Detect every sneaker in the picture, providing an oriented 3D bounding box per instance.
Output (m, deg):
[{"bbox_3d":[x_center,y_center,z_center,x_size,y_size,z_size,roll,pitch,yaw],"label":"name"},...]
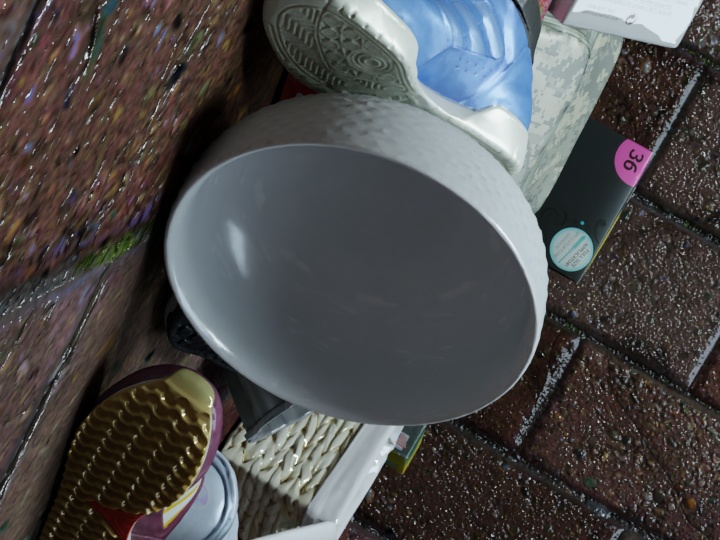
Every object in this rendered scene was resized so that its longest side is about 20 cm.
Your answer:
[{"bbox_3d":[0.028,-0.135,0.975,0.200,0.077,0.112,31,63,-44],"label":"sneaker"},{"bbox_3d":[-0.121,0.104,1.081,0.200,0.075,0.090,-54,178,42],"label":"sneaker"},{"bbox_3d":[-0.075,0.009,1.140,0.200,0.071,0.083,69,17,-77],"label":"sneaker"}]

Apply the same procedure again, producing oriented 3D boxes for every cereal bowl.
[{"bbox_3d":[0.003,-0.015,0.982,0.200,0.199,0.083,113,-3,-46],"label":"cereal bowl"}]

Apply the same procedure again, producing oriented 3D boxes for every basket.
[{"bbox_3d":[-0.046,0.162,1.706,0.200,0.123,0.136,-56,172,-40],"label":"basket"}]

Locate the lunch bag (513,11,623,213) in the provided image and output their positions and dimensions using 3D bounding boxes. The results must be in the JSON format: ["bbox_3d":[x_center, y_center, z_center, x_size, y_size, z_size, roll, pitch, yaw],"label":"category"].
[{"bbox_3d":[0.084,-0.131,1.411,0.168,0.139,0.201,-8,128,-62],"label":"lunch bag"}]

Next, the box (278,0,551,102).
[{"bbox_3d":[0.032,-0.120,1.139,0.200,0.099,0.096,-54,170,-42],"label":"box"}]

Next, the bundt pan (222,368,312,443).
[{"bbox_3d":[-0.015,0.041,1.373,0.201,0.076,0.202,-31,172,-5],"label":"bundt pan"}]

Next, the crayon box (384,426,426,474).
[{"bbox_3d":[0.010,0.184,2.266,0.051,0.127,0.200,-59,175,-11],"label":"crayon box"}]

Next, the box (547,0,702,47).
[{"bbox_3d":[0.173,-0.271,1.219,0.106,0.152,0.200,7,122,-37],"label":"box"}]

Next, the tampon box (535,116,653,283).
[{"bbox_3d":[0.170,-0.099,1.898,0.150,0.200,0.126,-61,174,4],"label":"tampon box"}]

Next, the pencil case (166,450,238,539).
[{"bbox_3d":[-0.125,0.171,1.286,0.091,0.083,0.200,-62,175,-15],"label":"pencil case"}]

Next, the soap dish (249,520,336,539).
[{"bbox_3d":[-0.106,0.228,1.175,0.200,0.082,0.157,-26,169,29],"label":"soap dish"}]
